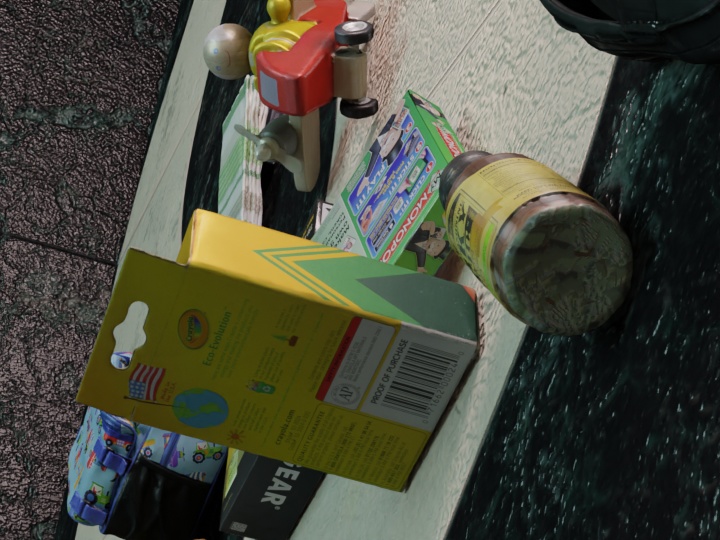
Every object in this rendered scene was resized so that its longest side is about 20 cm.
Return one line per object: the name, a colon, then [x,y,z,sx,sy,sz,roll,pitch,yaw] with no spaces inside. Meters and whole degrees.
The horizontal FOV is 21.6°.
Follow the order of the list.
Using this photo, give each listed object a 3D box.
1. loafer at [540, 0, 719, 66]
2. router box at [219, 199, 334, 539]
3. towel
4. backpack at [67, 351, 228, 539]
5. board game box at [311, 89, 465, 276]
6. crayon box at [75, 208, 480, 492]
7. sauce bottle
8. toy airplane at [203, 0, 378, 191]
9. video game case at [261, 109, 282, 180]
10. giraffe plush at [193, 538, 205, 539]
loafer: [0.125,-0.123,0.791,0.200,0.070,0.069,-173,98,-78]
router box: [-0.044,0.075,1.347,0.201,0.052,0.158,118,162,-45]
towel: [-0.118,-0.078,1.894,0.149,0.030,0.202,131,143,-69]
backpack: [-0.166,0.123,1.656,0.183,0.133,0.201,-101,32,-63]
board game box: [0.000,0.000,1.168,0.201,0.029,0.135,-57,24,17]
crayon box: [-0.047,0.043,1.054,0.051,0.198,0.127,-88,19,-49]
sauce bottle: [0.076,-0.021,0.906,0.200,0.064,0.065,-124,51,-76]
toy airplane: [-0.057,-0.186,1.521,0.199,0.140,0.202,80,-173,-72]
video game case: [-0.093,-0.184,1.982,0.143,0.019,0.202,138,146,-68]
giraffe plush: [-0.189,0.326,1.506,0.173,0.199,0.163,-53,53,51]
